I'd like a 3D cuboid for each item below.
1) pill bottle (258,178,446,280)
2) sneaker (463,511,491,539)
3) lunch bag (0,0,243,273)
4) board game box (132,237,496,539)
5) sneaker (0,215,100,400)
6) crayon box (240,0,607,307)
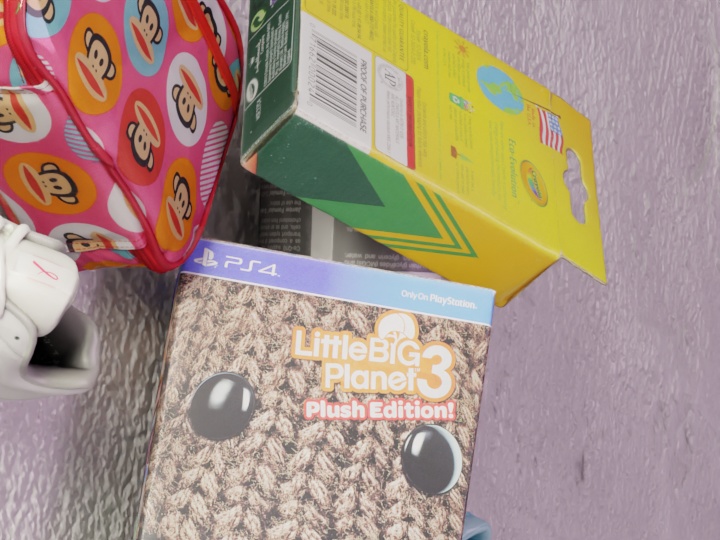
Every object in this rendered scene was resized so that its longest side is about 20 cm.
[{"bbox_3d":[0.000,0.000,1.350,0.116,0.116,0.202,4,88,-64],"label":"pill bottle"},{"bbox_3d":[0.029,0.226,1.458,0.074,0.081,0.201,52,46,-51],"label":"sneaker"},{"bbox_3d":[-0.123,-0.114,1.139,0.201,0.081,0.177,64,34,-47],"label":"lunch bag"},{"bbox_3d":[-0.028,0.102,1.219,0.097,0.158,0.202,119,-21,-75],"label":"board game box"},{"bbox_3d":[-0.168,-0.009,1.020,0.200,0.099,0.078,52,46,-52],"label":"sneaker"},{"bbox_3d":[0.033,-0.066,1.240,0.199,0.051,0.128,28,40,-25],"label":"crayon box"}]
